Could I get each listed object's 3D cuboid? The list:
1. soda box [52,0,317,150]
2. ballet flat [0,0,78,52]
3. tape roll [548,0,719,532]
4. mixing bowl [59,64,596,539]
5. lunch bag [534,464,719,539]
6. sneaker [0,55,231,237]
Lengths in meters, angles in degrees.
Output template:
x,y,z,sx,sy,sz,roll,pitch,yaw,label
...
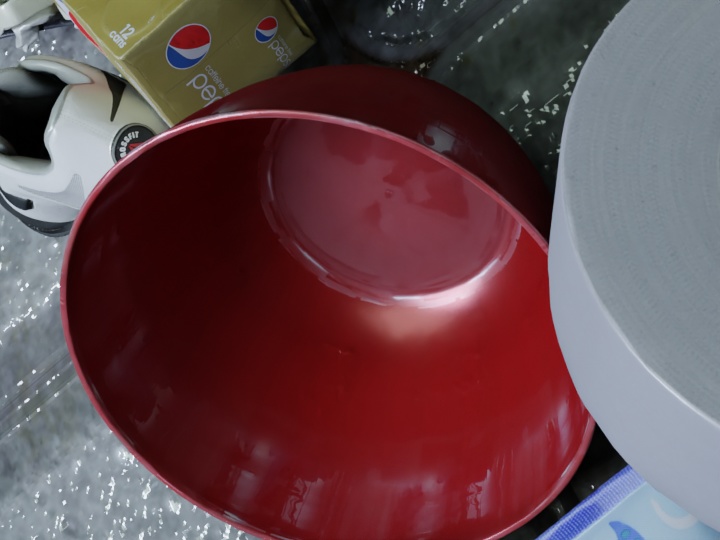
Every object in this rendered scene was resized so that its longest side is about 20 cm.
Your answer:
x,y,z,sx,sy,sz,roll,pitch,yaw,label
-0.104,-0.138,0.764,0.068,0.064,0.200,-41,53,-3,soda box
-0.131,-0.134,0.864,0.199,0.073,0.074,-1,84,38,ballet flat
0.158,-0.011,0.578,0.199,0.066,0.202,0,61,1,tape roll
0.000,0.000,0.708,0.199,0.109,0.201,9,128,12,mixing bowl
0.155,0.126,0.605,0.200,0.127,0.171,-38,61,12,lunch bag
-0.134,-0.061,0.821,0.200,0.088,0.075,3,68,60,sneaker
